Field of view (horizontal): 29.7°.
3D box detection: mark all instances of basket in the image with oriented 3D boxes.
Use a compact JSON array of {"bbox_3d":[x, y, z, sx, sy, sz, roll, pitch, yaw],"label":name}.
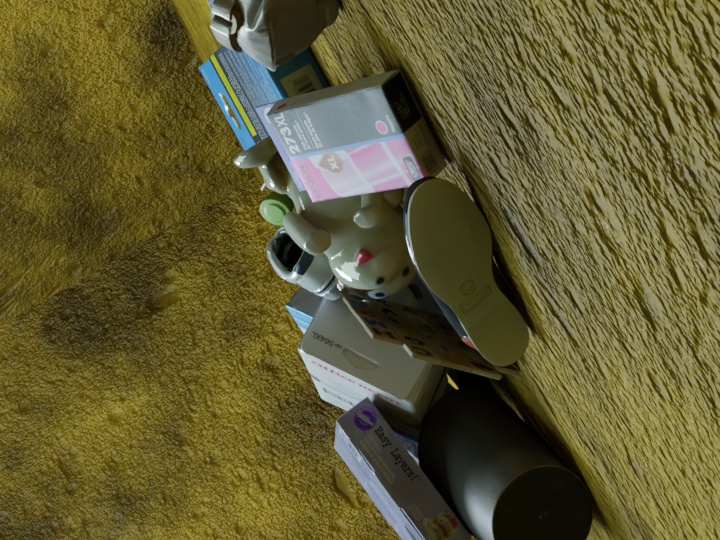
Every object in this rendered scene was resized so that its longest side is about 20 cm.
[{"bbox_3d":[0.159,0.235,1.460,0.182,0.135,0.200,66,171,-15],"label":"basket"}]

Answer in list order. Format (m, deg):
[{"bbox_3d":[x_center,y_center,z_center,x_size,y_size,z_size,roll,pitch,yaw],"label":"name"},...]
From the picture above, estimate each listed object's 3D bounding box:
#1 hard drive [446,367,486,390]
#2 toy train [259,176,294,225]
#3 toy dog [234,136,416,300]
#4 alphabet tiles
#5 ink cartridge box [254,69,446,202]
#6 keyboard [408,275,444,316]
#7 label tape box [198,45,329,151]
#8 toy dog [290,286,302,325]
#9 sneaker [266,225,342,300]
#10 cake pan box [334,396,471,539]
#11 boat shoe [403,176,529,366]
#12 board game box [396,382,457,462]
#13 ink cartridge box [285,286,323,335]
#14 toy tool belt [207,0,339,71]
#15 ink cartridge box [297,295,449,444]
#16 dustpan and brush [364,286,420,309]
[{"bbox_3d":[0.090,0.064,1.736,0.140,0.033,0.200,63,175,-28],"label":"hard drive"},{"bbox_3d":[-0.083,-0.097,1.563,0.084,0.116,0.200,37,140,-14],"label":"toy train"},{"bbox_3d":[-0.016,-0.063,1.391,0.201,0.139,0.194,60,-176,-1],"label":"toy dog"},{"bbox_3d":[0.071,0.067,1.422,0.165,0.006,0.200,16,-169,-18],"label":"alphabet tiles"},{"bbox_3d":[-0.019,-0.114,1.206,0.199,0.037,0.095,-4,120,49],"label":"ink cartridge box"},{"bbox_3d":[0.071,0.022,1.587,0.201,0.056,0.011,63,-144,-28],"label":"keyboard"},{"bbox_3d":[-0.113,-0.224,1.670,0.145,0.063,0.200,61,158,-7],"label":"label tape box"},{"bbox_3d":[-0.002,0.073,1.934,0.199,0.139,0.196,24,-119,-37],"label":"toy dog"},{"bbox_3d":[-0.070,-0.024,1.526,0.071,0.073,0.200,34,176,-25],"label":"sneaker"},{"bbox_3d":[0.040,0.244,1.538,0.201,0.052,0.184,52,167,13],"label":"cake pan box"},{"bbox_3d":[0.086,-0.004,1.172,0.201,0.071,0.063,58,180,-32],"label":"boat shoe"},{"bbox_3d":[0.108,0.210,1.744,0.159,0.097,0.200,43,176,6],"label":"board game box"},{"bbox_3d":[-0.002,0.079,1.784,0.068,0.115,0.201,20,150,44],"label":"ink cartridge box"},{"bbox_3d":[-0.098,-0.270,1.196,0.123,0.125,0.200,50,172,15],"label":"toy tool belt"},{"bbox_3d":[0.020,0.114,1.556,0.145,0.085,0.200,24,163,14],"label":"ink cartridge box"},{"bbox_3d":[0.000,0.000,1.587,0.139,0.057,0.201,8,141,41],"label":"dustpan and brush"}]
